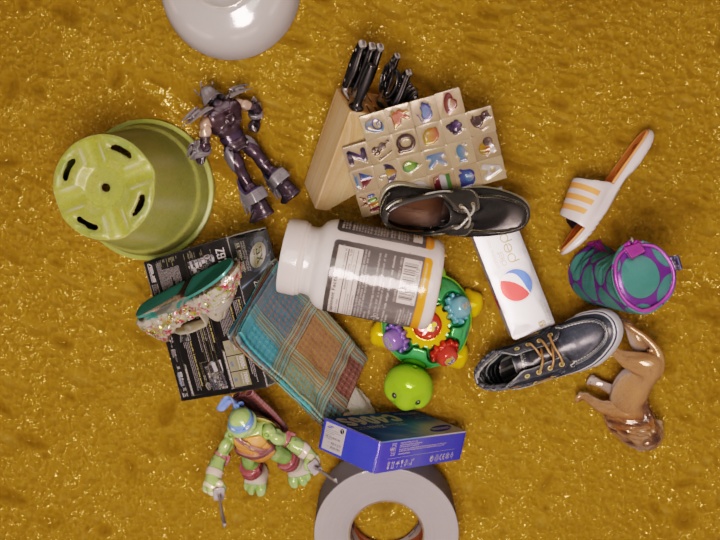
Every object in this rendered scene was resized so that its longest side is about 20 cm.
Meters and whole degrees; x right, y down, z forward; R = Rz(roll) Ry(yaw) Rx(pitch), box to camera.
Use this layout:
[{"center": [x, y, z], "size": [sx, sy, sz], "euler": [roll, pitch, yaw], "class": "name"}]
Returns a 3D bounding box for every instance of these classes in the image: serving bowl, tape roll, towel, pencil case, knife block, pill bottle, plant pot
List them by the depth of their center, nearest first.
[{"center": [0.000, 0.000, 1.098], "size": [0.198, 0.116, 0.118], "euler": [11, 94, 1], "class": "pill bottle"}, {"center": [0.333, 0.005, 1.127], "size": [0.084, 0.200, 0.093], "euler": [-9, 90, -3], "class": "pencil case"}, {"center": [-0.074, 0.098, 1.141], "size": [0.022, 0.147, 0.200], "euler": [-23, 119, 39], "class": "towel"}, {"center": [-0.013, -0.196, 1.154], "size": [0.199, 0.064, 0.176], "euler": [-30, 133, 5], "class": "knife block"}, {"center": [-0.312, -0.109, 1.164], "size": [0.198, 0.184, 0.203], "euler": [0, 94, 4], "class": "plant pot"}, {"center": [-0.184, -0.395, 1.197], "size": [0.198, 0.066, 0.202], "euler": [0, 94, 4], "class": "serving bowl"}, {"center": [0.035, 0.351, 1.216], "size": [0.198, 0.066, 0.202], "euler": [0, 106, 1], "class": "tape roll"}]

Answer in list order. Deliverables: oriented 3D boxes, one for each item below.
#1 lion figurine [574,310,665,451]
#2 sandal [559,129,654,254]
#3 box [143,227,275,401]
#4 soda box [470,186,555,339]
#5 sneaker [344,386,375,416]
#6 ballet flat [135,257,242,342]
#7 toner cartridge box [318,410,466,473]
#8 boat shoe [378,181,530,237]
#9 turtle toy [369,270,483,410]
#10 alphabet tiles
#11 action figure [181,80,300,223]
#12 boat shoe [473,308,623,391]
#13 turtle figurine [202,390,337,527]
[{"center": [0.364, 0.152, 1.171], "size": [0.122, 0.072, 0.201], "euler": [28, 137, 26], "class": "lion figurine"}, {"center": [0.317, -0.115, 1.188], "size": [0.059, 0.079, 0.207], "euler": [35, 86, 2], "class": "sandal"}, {"center": [-0.186, 0.061, 1.184], "size": [0.163, 0.086, 0.202], "euler": [-14, 92, 34], "class": "box"}, {"center": [0.199, -0.011, 1.200], "size": [0.063, 0.068, 0.202], "euler": [-22, 92, 5], "class": "soda box"}, {"center": [-0.037, 0.176, 1.221], "size": [0.076, 0.081, 0.201], "euler": [-30, 93, 3], "class": "sneaker"}, {"center": [-0.205, 0.041, 1.111], "size": [0.199, 0.076, 0.064], "euler": [-22, 119, 37], "class": "ballet flat"}, {"center": [0.046, 0.222, 1.151], "size": [0.094, 0.199, 0.044], "euler": [17, 96, 38], "class": "toner cartridge box"}, {"center": [0.123, -0.070, 1.127], "size": [0.198, 0.068, 0.073], "euler": [4, 112, -3], "class": "boat shoe"}, {"center": [0.084, 0.092, 1.197], "size": [0.144, 0.101, 0.202], "euler": [15, 94, 2], "class": "turtle toy"}, {"center": [0.083, -0.140, 1.135], "size": [0.198, 0.006, 0.168], "euler": [-15, 113, 8], "class": "alphabet tiles"}, {"center": [-0.169, -0.168, 1.196], "size": [0.130, 0.069, 0.201], "euler": [-34, 103, -19], "class": "action figure"}, {"center": [0.245, 0.112, 1.149], "size": [0.200, 0.090, 0.071], "euler": [-34, 70, 38], "class": "boat shoe"}, {"center": [-0.127, 0.274, 1.162], "size": [0.144, 0.194, 0.200], "euler": [-42, 64, -11], "class": "turtle figurine"}]
